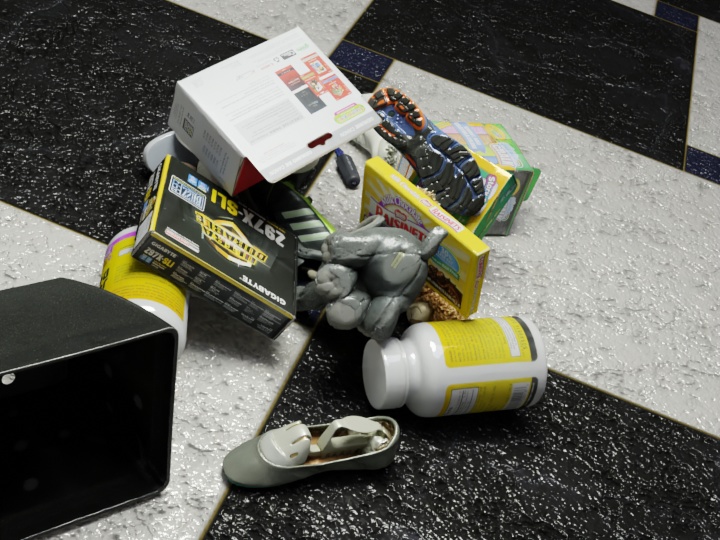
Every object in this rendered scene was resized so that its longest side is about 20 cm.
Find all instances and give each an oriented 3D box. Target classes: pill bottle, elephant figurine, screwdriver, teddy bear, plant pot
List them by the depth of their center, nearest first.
[{"bbox_3d":[-0.308,0.115,1.042,0.199,0.200,0.177,-14,37,-34],"label":"plant pot"},{"bbox_3d":[-0.246,0.046,1.210,0.104,0.105,0.201,9,38,-12],"label":"pill bottle"},{"bbox_3d":[0.109,0.114,1.264,0.199,0.112,0.112,-3,42,-20],"label":"pill bottle"},{"bbox_3d":[0.000,0.000,1.275,0.154,0.142,0.200,12,3,-7],"label":"elephant figurine"},{"bbox_3d":[0.070,-0.005,1.346,0.144,0.201,0.067,-1,3,33],"label":"teddy bear"},{"bbox_3d":[-0.042,-0.193,1.654,0.029,0.028,0.200,-25,47,-5],"label":"screwdriver"}]

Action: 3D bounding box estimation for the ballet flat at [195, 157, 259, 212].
[{"bbox_3d":[-0.172,-0.090,1.384,0.068,0.068,0.201,-19,77,-47],"label":"ballet flat"}]

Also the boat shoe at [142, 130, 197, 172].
[{"bbox_3d":[-0.229,-0.183,1.536,0.199,0.070,0.066,-23,30,-33],"label":"boat shoe"}]

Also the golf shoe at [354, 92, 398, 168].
[{"bbox_3d":[0.010,-0.212,1.677,0.097,0.079,0.200,-3,34,0],"label":"golf shoe"}]

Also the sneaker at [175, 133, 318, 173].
[{"bbox_3d":[-0.151,-0.194,1.447,0.199,0.100,0.075,9,43,6],"label":"sneaker"}]

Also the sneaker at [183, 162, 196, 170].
[{"bbox_3d":[-0.226,-0.075,1.397,0.075,0.071,0.201,16,39,-12],"label":"sneaker"}]

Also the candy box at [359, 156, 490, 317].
[{"bbox_3d":[0.071,-0.041,1.270,0.026,0.103,0.200,-25,51,-31],"label":"candy box"}]

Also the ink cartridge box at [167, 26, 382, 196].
[{"bbox_3d":[-0.103,-0.184,1.329,0.200,0.084,0.176,-32,73,-33],"label":"ink cartridge box"}]

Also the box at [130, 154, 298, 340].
[{"bbox_3d":[-0.164,-0.029,1.261,0.200,0.049,0.160,33,28,-24],"label":"box"}]

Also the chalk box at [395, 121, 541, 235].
[{"bbox_3d":[0.168,-0.136,1.590,0.199,0.125,0.124,-1,41,-24],"label":"chalk box"}]

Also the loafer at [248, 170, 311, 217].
[{"bbox_3d":[-0.121,-0.136,1.524,0.071,0.073,0.200,13,35,13],"label":"loafer"}]

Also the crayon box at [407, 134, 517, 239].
[{"bbox_3d":[0.104,-0.068,1.430,0.119,0.200,0.058,34,-2,19],"label":"crayon box"}]

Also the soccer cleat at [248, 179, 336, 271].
[{"bbox_3d":[-0.083,-0.051,1.394,0.200,0.068,0.081,41,75,4],"label":"soccer cleat"}]

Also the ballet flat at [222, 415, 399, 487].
[{"bbox_3d":[-0.050,0.185,1.154,0.199,0.064,0.068,-2,42,-24],"label":"ballet flat"}]

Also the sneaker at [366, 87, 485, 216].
[{"bbox_3d":[0.091,-0.154,1.386,0.200,0.075,0.078,51,9,3],"label":"sneaker"}]
